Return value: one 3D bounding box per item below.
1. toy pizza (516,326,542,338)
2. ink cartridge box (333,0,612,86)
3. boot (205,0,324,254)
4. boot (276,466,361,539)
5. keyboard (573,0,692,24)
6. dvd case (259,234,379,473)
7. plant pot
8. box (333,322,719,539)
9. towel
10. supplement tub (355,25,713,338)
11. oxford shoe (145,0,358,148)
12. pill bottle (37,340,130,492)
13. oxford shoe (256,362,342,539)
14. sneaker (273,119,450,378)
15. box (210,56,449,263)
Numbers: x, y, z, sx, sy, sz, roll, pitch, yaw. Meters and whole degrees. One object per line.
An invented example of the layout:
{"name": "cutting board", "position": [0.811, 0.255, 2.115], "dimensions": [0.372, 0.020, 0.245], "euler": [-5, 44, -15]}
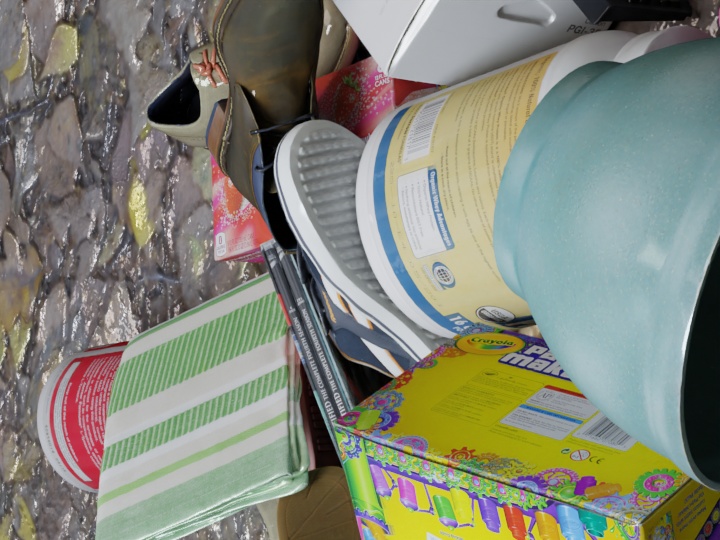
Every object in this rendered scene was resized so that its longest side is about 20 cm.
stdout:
{"name": "toy pizza", "position": [0.104, 0.124, 1.134], "dimensions": [0.200, 0.032, 0.201], "euler": [-5, 84, 51]}
{"name": "ink cartridge box", "position": [0.042, -0.199, 1.143], "dimensions": [0.083, 0.146, 0.200], "euler": [-57, 47, 31]}
{"name": "boot", "position": [-0.040, -0.099, 1.121], "dimensions": [0.097, 0.075, 0.200], "euler": [61, 157, 28]}
{"name": "boot", "position": [0.005, 0.238, 1.138], "dimensions": [0.073, 0.156, 0.200], "euler": [-18, 49, 10]}
{"name": "keyboard", "position": [0.098, -0.209, 1.091], "dimensions": [0.200, 0.127, 0.021], "euler": [57, 139, 36]}
{"name": "dvd case", "position": [-0.002, 0.090, 1.190], "dimensions": [0.022, 0.146, 0.200], "euler": [-25, 58, 6]}
{"name": "plant pot", "position": [0.145, -0.019, 0.852], "dimensions": [0.134, 0.200, 0.201], "euler": [25, 107, 35]}
{"name": "box", "position": [0.112, 0.153, 0.978], "dimensions": [0.200, 0.122, 0.193], "euler": [14, 126, 43]}
{"name": "towel", "position": [-0.100, 0.090, 1.222], "dimensions": [0.152, 0.023, 0.200], "euler": [-24, 37, 16]}
{"name": "supplement tub", "position": [0.111, -0.047, 1.044], "dimensions": [0.200, 0.144, 0.145], "euler": [-16, 75, 44]}
{"name": "oxford shoe", "position": [-0.076, -0.137, 1.328], "dimensions": [0.200, 0.075, 0.071], "euler": [-36, 60, 44]}
{"name": "pill bottle", "position": [-0.139, 0.102, 1.371], "dimensions": [0.200, 0.112, 0.113], "euler": [-11, 79, 50]}
{"name": "oxford shoe", "position": [-0.046, 0.123, 1.271], "dimensions": [0.075, 0.070, 0.201], "euler": [-15, 72, 27]}
{"name": "sneaker", "position": [0.000, 0.000, 1.122], "dimensions": [0.079, 0.200, 0.078], "euler": [-9, 36, 49]}
{"name": "box", "position": [-0.006, -0.067, 1.232], "dimensions": [0.200, 0.095, 0.100], "euler": [-15, 75, 49]}
